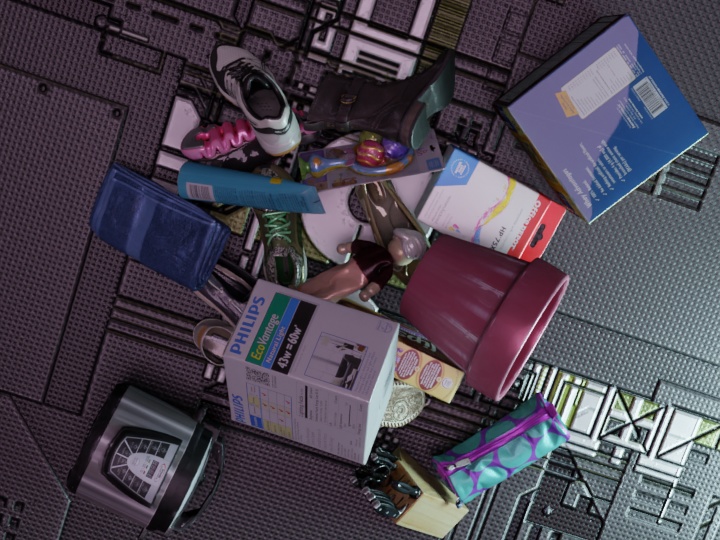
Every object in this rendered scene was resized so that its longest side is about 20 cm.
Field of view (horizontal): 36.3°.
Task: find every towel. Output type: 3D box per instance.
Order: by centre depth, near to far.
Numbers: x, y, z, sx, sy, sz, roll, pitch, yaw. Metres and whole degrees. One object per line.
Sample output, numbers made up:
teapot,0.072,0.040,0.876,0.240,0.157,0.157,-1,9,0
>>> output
towel,-0.286,-0.060,1.534,0.199,0.048,0.112,28,101,16

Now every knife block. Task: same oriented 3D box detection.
knife block,0.073,0.334,1.586,0.200,0.176,0.064,43,98,-9

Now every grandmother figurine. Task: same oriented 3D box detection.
grandmother figurine,0.000,0.000,1.521,0.199,0.122,0.061,-27,144,-2

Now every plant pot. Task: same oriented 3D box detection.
plant pot,0.160,0.049,1.495,0.178,0.200,0.201,30,99,14

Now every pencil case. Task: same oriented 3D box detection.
pencil case,0.207,0.263,1.620,0.199,0.092,0.085,-33,63,3

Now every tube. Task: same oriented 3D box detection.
tube,-0.148,-0.108,1.484,0.198,0.077,0.051,10,74,14

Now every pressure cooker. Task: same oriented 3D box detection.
pressure cooker,-0.296,0.272,1.569,0.199,0.179,0.176,27,130,-7

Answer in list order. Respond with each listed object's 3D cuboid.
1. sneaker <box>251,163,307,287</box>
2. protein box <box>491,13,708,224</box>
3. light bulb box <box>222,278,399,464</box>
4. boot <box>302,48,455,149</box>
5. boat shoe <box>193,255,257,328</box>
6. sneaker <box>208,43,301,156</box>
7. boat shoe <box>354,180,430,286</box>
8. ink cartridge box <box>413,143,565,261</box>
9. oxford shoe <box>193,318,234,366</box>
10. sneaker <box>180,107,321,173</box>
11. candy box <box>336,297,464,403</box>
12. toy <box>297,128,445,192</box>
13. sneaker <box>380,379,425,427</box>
sneaker,-0.111,-0.051,1.543,0.076,0.089,0.202,-12,110,-2
protein box,0.324,-0.210,1.510,0.200,0.135,0.199,-37,100,5
light bulb box,-0.064,0.137,1.454,0.198,0.199,0.125,18,58,9
boot,0.028,-0.252,1.516,0.173,0.201,0.070,16,142,22
boat shoe,-0.158,0.046,1.570,0.199,0.063,0.073,35,53,-4
sneaker,-0.143,-0.251,1.479,0.075,0.088,0.200,-34,65,-10
boat shoe,0.051,-0.057,1.569,0.073,0.063,0.202,-24,100,3
ink cartridge box,0.190,-0.082,1.565,0.199,0.067,0.117,27,99,-7
oxford shoe,-0.151,0.125,1.602,0.199,0.058,0.076,20,97,-7
sneaker,-0.148,-0.167,1.549,0.198,0.079,0.096,-12,123,1
candy box,0.046,0.111,1.573,0.199,0.117,0.057,24,100,-5
toy,0.009,-0.165,1.518,0.198,0.116,0.047,-13,127,3
sneaker,-0.009,0.200,1.621,0.199,0.108,0.071,-14,100,-30
